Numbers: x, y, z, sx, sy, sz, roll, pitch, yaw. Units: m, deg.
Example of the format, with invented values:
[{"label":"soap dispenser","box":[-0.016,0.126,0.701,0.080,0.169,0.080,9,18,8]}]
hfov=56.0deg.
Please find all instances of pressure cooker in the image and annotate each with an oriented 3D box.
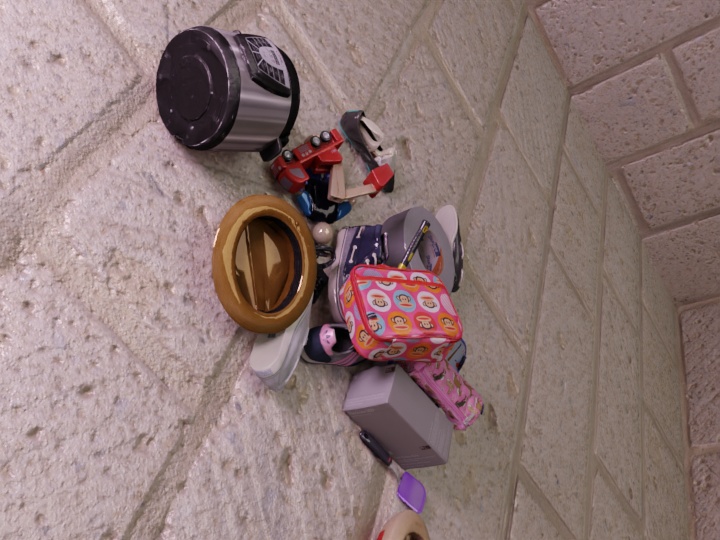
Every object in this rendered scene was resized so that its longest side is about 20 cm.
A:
[{"label":"pressure cooker","box":[-0.190,-0.273,1.037,0.198,0.176,0.180,-11,121,-55]}]

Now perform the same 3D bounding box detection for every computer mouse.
[{"label":"computer mouse","box":[-0.121,-0.041,1.123,0.197,0.034,0.060,20,77,-41]}]

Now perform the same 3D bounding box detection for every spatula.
[{"label":"spatula","box":[0.058,0.355,1.215,0.202,0.020,0.057,54,39,-22]}]

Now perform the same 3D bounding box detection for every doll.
[{"label":"doll","box":[-0.066,-0.145,1.249,0.134,0.048,0.205,14,64,-33]}]

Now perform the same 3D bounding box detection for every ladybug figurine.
[{"label":"ladybug figurine","box":[0.062,0.500,1.109,0.135,0.071,0.204,42,44,-34]}]

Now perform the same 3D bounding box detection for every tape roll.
[{"label":"tape roll","box":[0.125,-0.030,1.452,0.198,0.065,0.205,28,52,-44]}]

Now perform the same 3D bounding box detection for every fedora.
[{"label":"fedora","box":[-0.155,-0.008,1.019,0.197,0.081,0.207,3,85,-39]}]

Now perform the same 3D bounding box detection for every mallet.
[{"label":"mallet","box":[0.069,-0.007,1.240,0.065,0.041,0.204,29,82,-39]}]

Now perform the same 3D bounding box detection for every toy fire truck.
[{"label":"toy fire truck","box":[-0.049,-0.173,1.209,0.198,0.049,0.143,-33,85,-32]}]

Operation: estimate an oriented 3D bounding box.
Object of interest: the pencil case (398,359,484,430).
[{"label":"pencil case","box":[0.148,0.207,1.238,0.201,0.086,0.084,49,65,-29]}]

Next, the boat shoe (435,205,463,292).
[{"label":"boat shoe","box":[0.207,-0.050,1.569,0.060,0.073,0.205,25,58,-45]}]

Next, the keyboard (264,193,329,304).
[{"label":"keyboard","box":[-0.111,-0.049,1.154,0.202,0.039,0.105,55,38,-24]}]

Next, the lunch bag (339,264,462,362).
[{"label":"lunch bag","box":[0.064,0.063,1.146,0.195,0.083,0.179,5,48,-29]}]

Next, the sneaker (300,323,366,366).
[{"label":"sneaker","box":[-0.019,0.126,1.163,0.198,0.081,0.072,2,72,-54]}]

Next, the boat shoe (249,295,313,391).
[{"label":"boat shoe","box":[-0.116,0.099,1.066,0.203,0.068,0.073,-71,149,-44]}]

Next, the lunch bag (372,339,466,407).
[{"label":"lunch bag","box":[0.119,0.172,1.310,0.199,0.075,0.163,39,71,-35]}]

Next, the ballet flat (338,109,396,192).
[{"label":"ballet flat","box":[0.031,-0.250,1.421,0.201,0.067,0.069,51,39,-27]}]

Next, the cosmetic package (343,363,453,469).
[{"label":"cosmetic package","box":[0.071,0.262,1.204,0.200,0.105,0.092,45,44,-30]}]

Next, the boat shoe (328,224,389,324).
[{"label":"boat shoe","box":[0.000,0.000,1.228,0.075,0.090,0.205,51,37,-50]}]
